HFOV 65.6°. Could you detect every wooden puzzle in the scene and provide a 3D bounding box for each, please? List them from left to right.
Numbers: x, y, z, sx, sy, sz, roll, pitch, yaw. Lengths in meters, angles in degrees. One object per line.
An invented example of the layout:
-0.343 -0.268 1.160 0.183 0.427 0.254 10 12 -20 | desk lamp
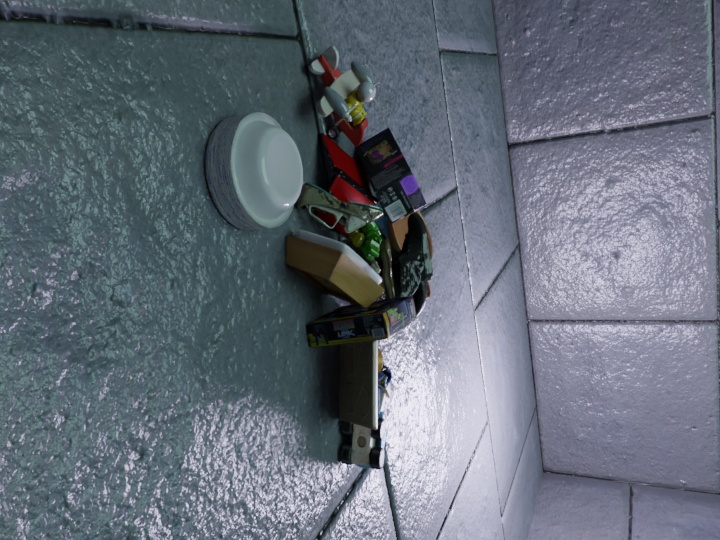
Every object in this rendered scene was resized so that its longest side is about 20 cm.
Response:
0.003 0.244 1.243 0.045 0.199 0.192 4 83 -24 | wooden puzzle

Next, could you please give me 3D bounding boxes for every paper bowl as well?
-0.177 -0.179 1.010 0.199 0.101 0.208 13 76 -63 | paper bowl

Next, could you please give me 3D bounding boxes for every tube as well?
0.106 -0.132 1.605 0.078 0.050 0.199 51 30 8 | tube

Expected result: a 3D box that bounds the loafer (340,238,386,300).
0.000 0.000 1.343 0.075 0.068 0.202 -42 122 -18 | loafer

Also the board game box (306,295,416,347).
0.005 0.111 1.227 0.164 0.195 0.059 -24 102 -61 | board game box

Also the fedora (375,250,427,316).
0.075 0.041 1.442 0.092 0.194 0.207 -110 -170 -78 | fedora

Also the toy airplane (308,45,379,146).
-0.031 -0.411 1.271 0.198 0.137 0.207 21 69 -59 | toy airplane

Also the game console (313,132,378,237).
-0.052 -0.196 1.341 0.176 0.117 0.199 -60 148 3 | game console

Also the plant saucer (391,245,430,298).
0.136 -0.004 1.596 0.201 0.032 0.202 50 21 -26 | plant saucer

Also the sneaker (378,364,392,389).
0.043 0.263 1.389 0.200 0.076 0.078 -31 123 -78 | sneaker

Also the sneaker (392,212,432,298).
0.115 -0.035 1.358 0.101 0.060 0.207 -9 83 -19 | sneaker

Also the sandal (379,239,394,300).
0.050 0.021 1.297 0.081 0.052 0.205 -89 173 -56 | sandal

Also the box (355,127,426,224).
0.075 -0.241 1.413 0.123 0.104 0.203 55 12 -45 | box

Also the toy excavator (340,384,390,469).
0.028 0.377 1.381 0.200 0.097 0.202 33 60 -72 | toy excavator

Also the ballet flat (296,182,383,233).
-0.047 -0.123 1.208 0.194 0.068 0.078 18 75 -13 | ballet flat

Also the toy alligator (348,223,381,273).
0.022 -0.062 1.218 0.059 0.055 0.201 31 14 -29 | toy alligator

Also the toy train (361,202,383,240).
0.018 -0.098 1.358 0.042 0.055 0.201 65 5 33 | toy train

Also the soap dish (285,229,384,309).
-0.056 0.001 1.181 0.200 0.154 0.083 41 72 -53 | soap dish

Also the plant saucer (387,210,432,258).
0.135 -0.097 1.560 0.198 0.037 0.206 31 49 -42 | plant saucer
